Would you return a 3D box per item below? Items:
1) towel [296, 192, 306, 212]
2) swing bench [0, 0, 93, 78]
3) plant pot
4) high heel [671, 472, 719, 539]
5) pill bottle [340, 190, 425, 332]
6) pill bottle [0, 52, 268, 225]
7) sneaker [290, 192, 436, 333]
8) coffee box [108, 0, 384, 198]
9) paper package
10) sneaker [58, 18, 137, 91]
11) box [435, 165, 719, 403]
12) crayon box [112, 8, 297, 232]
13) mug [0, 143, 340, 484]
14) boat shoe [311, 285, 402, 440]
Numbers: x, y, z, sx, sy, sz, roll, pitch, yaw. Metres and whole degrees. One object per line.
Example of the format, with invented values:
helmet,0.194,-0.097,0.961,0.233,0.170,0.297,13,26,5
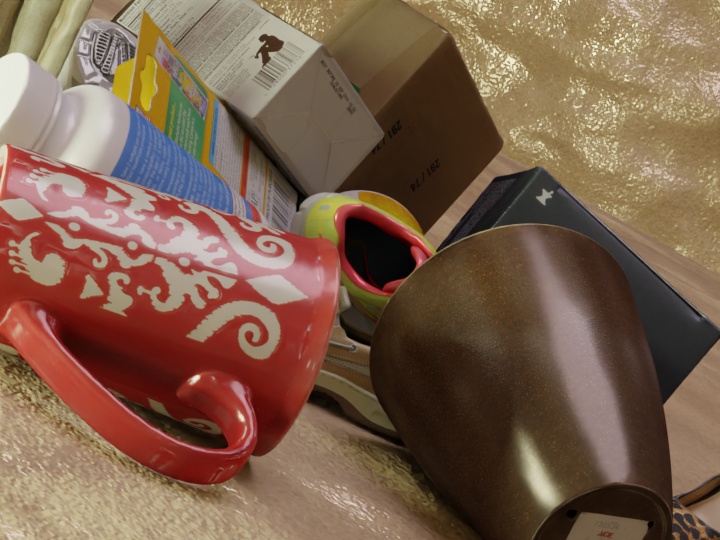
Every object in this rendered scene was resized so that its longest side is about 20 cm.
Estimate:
towel,-0.105,-0.090,1.564,0.049,0.111,0.201,48,8,-46
swing bench,-0.273,-0.151,1.305,0.129,0.200,0.200,27,10,-1
plant pot,0.118,0.105,1.228,0.186,0.188,0.201,22,27,-29
high heel,0.279,0.152,1.417,0.071,0.143,0.199,42,16,31
pill bottle,0.000,0.000,1.522,0.112,0.114,0.200,26,10,-7
pill bottle,-0.159,-0.044,1.214,0.200,0.112,0.112,40,3,-33
sneaker,0.038,0.020,1.370,0.199,0.078,0.090,37,-14,-10
coffee box,-0.088,-0.146,1.485,0.200,0.080,0.113,35,-12,43
paper package,0.008,-0.112,1.700,0.103,0.200,0.191,36,-13,35
sneaker,-0.206,-0.084,1.431,0.077,0.099,0.201,27,46,-19
box,0.163,0.026,1.586,0.196,0.118,0.200,42,-4,-4
crayon box,-0.119,-0.066,1.361,0.200,0.051,0.127,51,28,-37
mug,-0.123,0.018,1.094,0.198,0.135,0.178,21,10,-18
boat shoe,-0.030,0.043,1.339,0.198,0.077,0.072,24,13,-14
